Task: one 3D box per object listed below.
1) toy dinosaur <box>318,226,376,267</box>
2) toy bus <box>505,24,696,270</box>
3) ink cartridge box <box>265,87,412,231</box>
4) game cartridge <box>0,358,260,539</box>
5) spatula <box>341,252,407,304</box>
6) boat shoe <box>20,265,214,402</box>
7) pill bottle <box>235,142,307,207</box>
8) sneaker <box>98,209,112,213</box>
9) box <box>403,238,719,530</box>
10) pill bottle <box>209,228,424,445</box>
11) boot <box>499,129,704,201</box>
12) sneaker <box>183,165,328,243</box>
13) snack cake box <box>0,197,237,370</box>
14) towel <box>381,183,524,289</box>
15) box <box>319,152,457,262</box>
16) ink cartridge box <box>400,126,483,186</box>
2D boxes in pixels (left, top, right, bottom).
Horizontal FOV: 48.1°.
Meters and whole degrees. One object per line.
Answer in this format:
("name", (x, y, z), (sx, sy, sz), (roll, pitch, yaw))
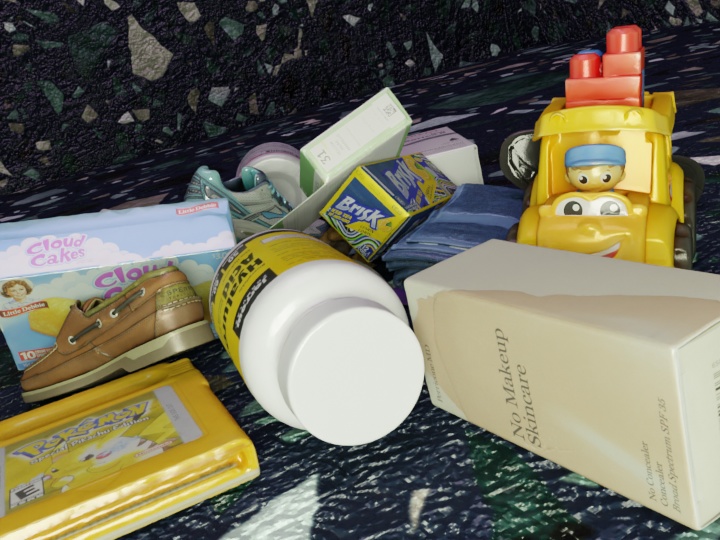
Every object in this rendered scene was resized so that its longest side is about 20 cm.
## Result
("toy dinosaur", (-0.036, -0.015, 0.859), (0.200, 0.060, 0.106), (-39, 13, -33))
("toy bus", (0.184, -0.081, 0.607), (0.136, 0.192, 0.200), (3, 23, 22))
("ink cartridge box", (-0.045, -0.082, 0.789), (0.200, 0.048, 0.146), (-36, -4, -8))
("game cartridge", (-0.177, 0.120, 0.534), (0.176, 0.032, 0.200), (-20, 18, -20))
("spatula", (0.000, 0.000, 0.767), (0.200, 0.021, 0.057), (21, 34, 36))
("boat shoe", (-0.201, 0.052, 0.645), (0.200, 0.068, 0.072), (-21, -2, 26))
("pill bottle", (-0.119, -0.119, 1.130), (0.113, 0.113, 0.200), (-15, 16, -3))
("sneaker", (-0.255, -0.001, 0.944), (0.200, 0.075, 0.105), (16, 61, 25))
("box", (0.116, 0.046, 0.434), (0.078, 0.095, 0.200), (-23, 17, -26))
("pill bottle", (-0.033, 0.040, 0.540), (0.111, 0.111, 0.200), (-18, 17, -15))
("boot", (0.231, -0.110, 0.836), (0.200, 0.073, 0.151), (5, 14, -3))
("sneaker", (-0.110, -0.071, 0.925), (0.200, 0.086, 0.078), (6, 10, -44))
("snack cake box", (-0.205, 0.011, 0.696), (0.200, 0.115, 0.067), (-8, 49, -11))
("towel", (0.111, -0.033, 0.752), (0.112, 0.049, 0.200), (8, 24, 26))
("box", (0.037, -0.070, 0.819), (0.064, 0.070, 0.200), (-48, -7, 23))
("ink cartridge box", (0.066, -0.117, 1.026), (0.145, 0.084, 0.200), (-14, 16, 0))
